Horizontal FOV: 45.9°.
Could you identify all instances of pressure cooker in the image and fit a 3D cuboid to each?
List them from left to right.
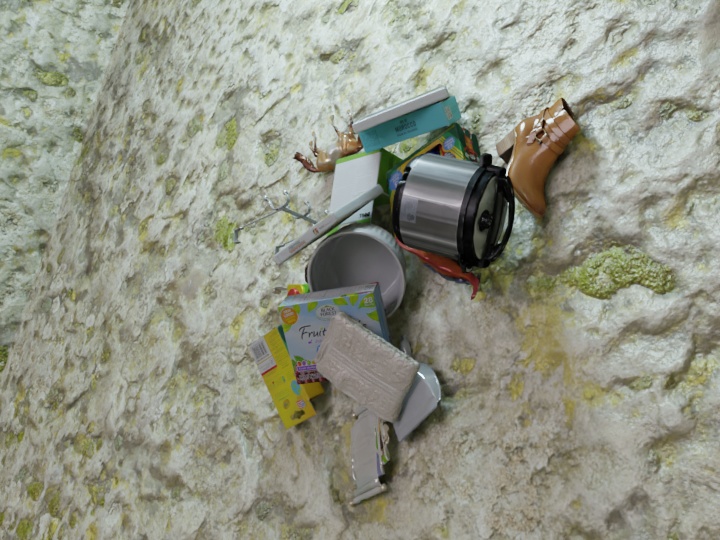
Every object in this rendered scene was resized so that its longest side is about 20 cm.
[{"bbox_3d":[0.174,-0.103,1.487,0.198,0.177,0.180,15,58,28],"label":"pressure cooker"}]

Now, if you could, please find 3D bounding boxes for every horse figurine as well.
[{"bbox_3d":[-0.067,-0.292,2.014,0.199,0.050,0.134,-34,59,23],"label":"horse figurine"}]

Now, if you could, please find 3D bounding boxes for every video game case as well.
[{"bbox_3d":[-0.062,-0.094,1.710,0.181,0.200,0.023,-34,92,36],"label":"video game case"},{"bbox_3d":[0.085,-0.333,1.744,0.197,0.023,0.182,-21,11,10],"label":"video game case"}]

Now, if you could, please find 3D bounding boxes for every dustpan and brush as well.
[{"bbox_3d":[0.095,0.206,1.614,0.140,0.057,0.202,-51,47,37],"label":"dustpan and brush"}]

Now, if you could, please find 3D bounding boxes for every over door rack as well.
[{"bbox_3d":[-0.187,-0.113,1.995,0.199,0.147,0.067,-32,53,34],"label":"over door rack"}]

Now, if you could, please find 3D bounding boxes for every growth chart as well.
[{"bbox_3d":[0.018,0.341,1.636,0.144,0.018,0.203,-34,49,50],"label":"growth chart"}]

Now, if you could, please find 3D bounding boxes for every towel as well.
[{"bbox_3d":[0.008,0.178,1.588,0.199,0.034,0.134,31,114,20],"label":"towel"}]

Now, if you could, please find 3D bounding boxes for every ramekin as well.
[{"bbox_3d":[0.000,0.000,1.701,0.200,0.200,0.105,-46,6,23],"label":"ramekin"}]

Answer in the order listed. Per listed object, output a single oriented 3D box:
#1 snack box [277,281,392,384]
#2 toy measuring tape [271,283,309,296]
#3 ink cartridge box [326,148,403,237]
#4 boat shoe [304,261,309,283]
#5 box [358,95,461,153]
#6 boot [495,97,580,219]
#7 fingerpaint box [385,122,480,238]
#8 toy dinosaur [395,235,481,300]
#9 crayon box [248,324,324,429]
[{"bbox_3d":[-0.045,0.124,1.664,0.197,0.068,0.171,-8,106,14],"label":"snack box"},{"bbox_3d":[-0.152,0.069,1.941,0.199,0.073,0.075,-5,69,55],"label":"toy measuring tape"},{"bbox_3d":[0.006,-0.150,1.853,0.147,0.075,0.203,-8,68,46],"label":"ink cartridge box"},{"bbox_3d":[-0.050,-0.001,1.849,0.199,0.070,0.071,-25,51,39],"label":"boat shoe"},{"bbox_3d":[0.100,-0.298,1.736,0.198,0.082,0.050,-14,103,32],"label":"box"},{"bbox_3d":[0.334,-0.203,1.521,0.155,0.076,0.202,-35,42,28],"label":"boot"},{"bbox_3d":[0.149,-0.168,1.700,0.199,0.073,0.169,-32,50,35],"label":"fingerpaint box"},{"bbox_3d":[0.146,-0.037,1.579,0.179,0.200,0.107,18,102,7],"label":"toy dinosaur"},{"bbox_3d":[-0.154,0.225,1.819,0.127,0.050,0.202,-32,79,46],"label":"crayon box"}]
